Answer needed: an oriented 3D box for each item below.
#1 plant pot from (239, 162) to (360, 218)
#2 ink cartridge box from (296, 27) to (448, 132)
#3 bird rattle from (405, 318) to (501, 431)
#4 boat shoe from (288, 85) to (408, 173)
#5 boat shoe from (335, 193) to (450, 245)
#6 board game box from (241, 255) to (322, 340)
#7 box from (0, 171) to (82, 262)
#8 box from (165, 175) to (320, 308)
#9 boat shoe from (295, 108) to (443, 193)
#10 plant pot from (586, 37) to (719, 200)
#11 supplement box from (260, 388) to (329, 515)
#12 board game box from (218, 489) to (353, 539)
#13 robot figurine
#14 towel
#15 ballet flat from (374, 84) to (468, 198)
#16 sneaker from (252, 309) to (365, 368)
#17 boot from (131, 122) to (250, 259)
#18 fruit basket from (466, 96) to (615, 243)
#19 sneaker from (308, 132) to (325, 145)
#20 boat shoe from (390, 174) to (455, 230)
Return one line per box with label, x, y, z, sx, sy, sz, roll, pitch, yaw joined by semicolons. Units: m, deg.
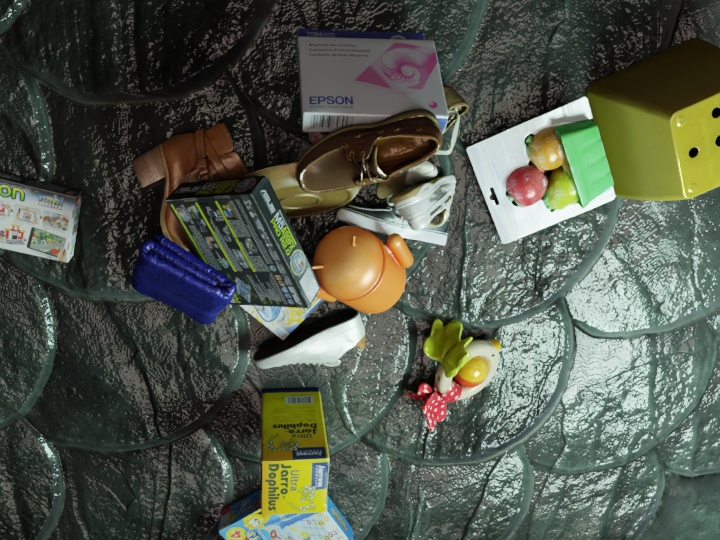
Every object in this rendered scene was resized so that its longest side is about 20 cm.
plant pot;-0.091;-0.111;0.928;0.197;0.200;0.028;-7;79;-6
ink cartridge box;0.011;-0.276;0.874;0.194;0.202;0.043;-2;152;-9
bird rattle;0.180;0.192;1.144;0.161;0.113;0.202;-6;117;-24
boat shoe;-0.019;-0.182;0.889;0.198;0.074;0.066;35;104;5
boat shoe;0.057;-0.089;1.016;0.197;0.074;0.069;10;94;-19
board game box;-0.155;0.005;1.047;0.200;0.035;0.135;41;101;-21
box;-0.531;-0.088;0.951;0.198;0.035;0.111;14;110;-14
box;-0.163;-0.035;0.903;0.159;0.044;0.201;1;131;32
boat shoe;0.010;-0.145;0.805;0.198;0.068;0.073;-19;121;7
plant pot;0.497;-0.217;0.976;0.198;0.177;0.202;-23;114;2
supplement box;-0.116;0.302;1.086;0.108;0.200;0.110;0;112;-9
board game box;-0.142;0.509;1.247;0.195;0.056;0.201;-30;114;4
robot figurine;0.001;-0.001;0.991;0.142;0.200;0.118;9;79;27
towel;-0.268;0.017;0.958;0.147;0.200;0.050;29;67;-14
ballet flat;0.100;-0.186;0.963;0.072;0.068;0.201;32;86;20
sneaker;-0.083;0.142;1.093;0.198;0.073;0.085;-20;112;-2
boot;-0.234;-0.112;0.966;0.154;0.077;0.202;-24;98;-4
fruit basket;0.295;-0.159;1.032;0.198;0.094;0.186;-20;114;17
sneaker;0.023;-0.201;0.951;0.199;0.067;0.109;-13;97;9
boat shoe;0.103;-0.098;0.959;0.070;0.200;0.070;-20;96;29
